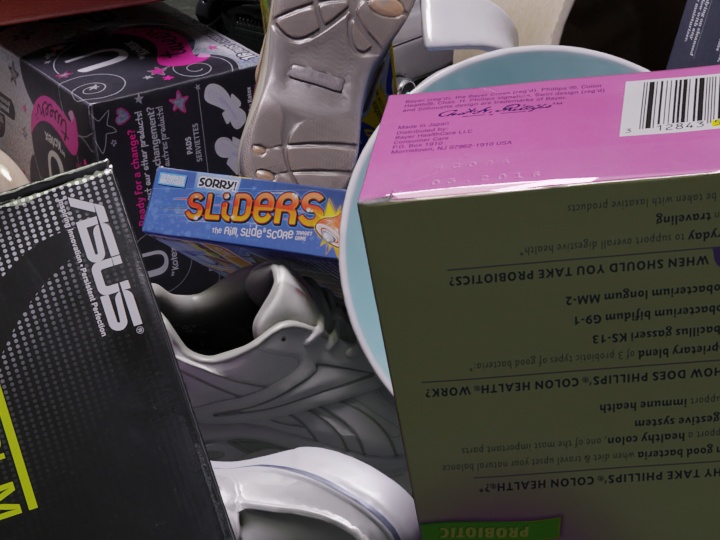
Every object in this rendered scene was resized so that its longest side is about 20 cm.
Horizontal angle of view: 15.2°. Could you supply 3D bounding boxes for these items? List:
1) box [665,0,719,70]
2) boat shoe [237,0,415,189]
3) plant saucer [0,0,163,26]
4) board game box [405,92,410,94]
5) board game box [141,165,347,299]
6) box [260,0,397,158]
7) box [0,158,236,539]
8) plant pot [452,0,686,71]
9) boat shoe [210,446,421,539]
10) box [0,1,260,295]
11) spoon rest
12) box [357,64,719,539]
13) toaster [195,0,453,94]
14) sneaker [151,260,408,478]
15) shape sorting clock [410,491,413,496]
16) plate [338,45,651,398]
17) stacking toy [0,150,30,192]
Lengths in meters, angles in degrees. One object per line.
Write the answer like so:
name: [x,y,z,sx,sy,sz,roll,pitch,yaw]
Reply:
box: [0.239,-0.074,1.356,0.104,0.201,0.182,9,16,-25]
boat shoe: [-0.021,-0.112,1.406,0.075,0.201,0.072,22,-16,-4]
plant saucer: [-0.141,-0.178,1.548,0.199,0.037,0.200,-5,15,27]
board game box: [0.073,-0.029,1.328,0.152,0.045,0.200,32,1,-1]
board game box: [0.000,0.000,1.324,0.135,0.035,0.200,8,-11,27]
box: [-0.016,-0.101,1.485,0.064,0.201,0.070,-9,14,-8]
box: [-0.164,0.076,1.119,0.192,0.201,0.048,-18,-18,-4]
plant pot: [0.149,-0.111,1.531,0.200,0.201,0.183,-15,13,-22]
boat shoe: [-0.064,0.121,1.167,0.199,0.074,0.065,-3,28,36]
box: [-0.137,-0.074,1.542,0.114,0.133,0.200,-17,25,-24]
spoon rest: [0.053,-0.087,1.478,0.060,0.200,0.100,-1,64,-4]
box: [0.105,0.030,1.070,0.175,0.201,0.097,-5,28,12]
toaster: [-0.012,-0.137,1.693,0.129,0.114,0.200,-19,25,-39]
sneaker: [-0.022,0.041,1.265,0.199,0.100,0.078,-2,42,-13]
shape sorting clock: [0.116,0.112,1.171,0.199,0.039,0.200,-8,27,4]
plate: [0.087,-0.003,1.204,0.199,0.201,0.026,-10,-15,-11]
stacking toy: [-0.260,0.009,1.376,0.200,0.086,0.085,-28,31,-29]
